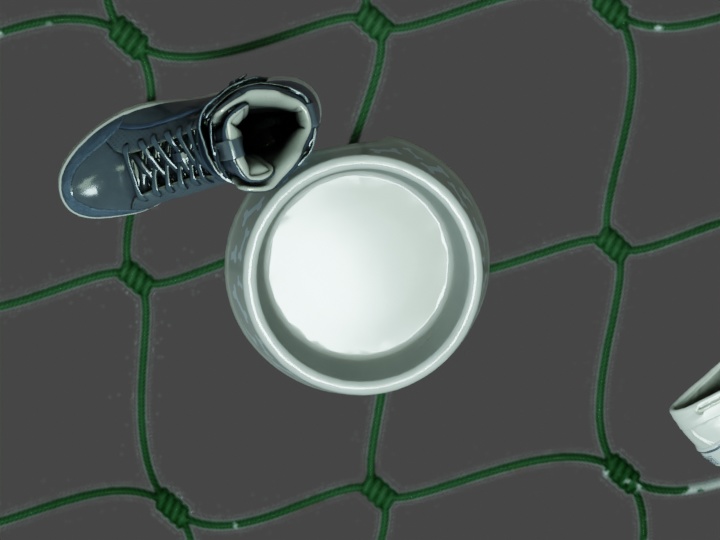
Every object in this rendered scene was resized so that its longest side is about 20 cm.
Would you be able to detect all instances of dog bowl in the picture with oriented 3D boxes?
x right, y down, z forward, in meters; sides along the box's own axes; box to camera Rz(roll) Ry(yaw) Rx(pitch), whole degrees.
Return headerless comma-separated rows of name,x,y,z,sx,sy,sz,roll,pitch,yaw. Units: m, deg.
dog bowl,0.000,0.000,1.667,0.199,0.059,0.201,-1,98,-4

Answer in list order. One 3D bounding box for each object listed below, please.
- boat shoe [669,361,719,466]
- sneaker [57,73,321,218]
boat shoe,0.316,0.057,1.698,0.200,0.072,0.066,-43,104,11
sneaker,-0.123,-0.083,1.601,0.202,0.146,0.077,-21,102,1
